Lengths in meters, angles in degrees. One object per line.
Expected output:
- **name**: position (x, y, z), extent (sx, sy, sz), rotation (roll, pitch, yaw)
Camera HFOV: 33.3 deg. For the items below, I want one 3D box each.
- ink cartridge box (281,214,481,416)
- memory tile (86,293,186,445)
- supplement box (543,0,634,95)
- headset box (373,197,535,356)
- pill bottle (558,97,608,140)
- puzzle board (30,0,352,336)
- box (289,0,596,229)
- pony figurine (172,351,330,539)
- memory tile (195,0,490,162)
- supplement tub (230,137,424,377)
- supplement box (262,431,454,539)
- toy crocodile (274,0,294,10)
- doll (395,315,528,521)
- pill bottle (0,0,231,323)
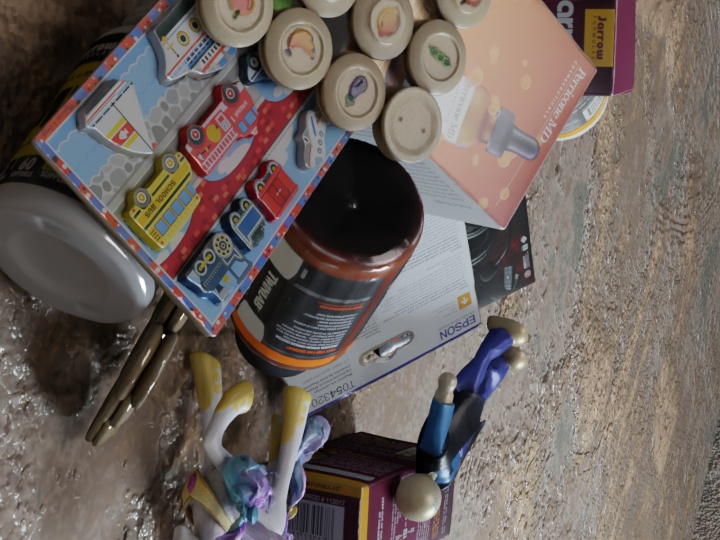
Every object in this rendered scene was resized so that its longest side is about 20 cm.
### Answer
- **ink cartridge box**: position (0.000, 0.000, 1.014), extent (0.195, 0.043, 0.202), rotation (-26, 126, -18)
- **memory tile**: position (-0.119, 0.017, 0.798), extent (0.153, 0.017, 0.201), rotation (-46, -164, 57)
- **supplement box**: position (0.172, -0.237, 1.222), extent (0.085, 0.198, 0.112), rotation (-25, 118, -62)
- **headset box**: position (0.055, -0.026, 1.107), extent (0.198, 0.075, 0.150), rotation (-23, 123, -20)
- **pill bottle**: position (0.216, -0.245, 1.419), extent (0.200, 0.115, 0.118), rotation (41, 59, -57)
- **puzzle board**: position (-0.085, -0.084, 0.717), extent (0.151, 0.017, 0.201), rotation (51, 49, -24)
- **box**: position (0.053, -0.152, 0.886), extent (0.200, 0.106, 0.153), rotation (39, 76, -35)
- **pony figurine**: position (-0.083, 0.187, 0.905), extent (0.193, 0.165, 0.202), rotation (42, 48, -38)
- **memory tile**: position (-0.003, -0.172, 0.763), extent (0.199, 0.017, 0.155), rotation (30, 80, -35)
- **supplement tub**: position (-0.034, 0.002, 0.862), extent (0.108, 0.106, 0.200), rotation (-61, -178, -37)
- **supplement box**: position (-0.002, 0.208, 1.081), extent (0.199, 0.109, 0.087), rotation (-3, 98, -62)
- **toy crocodile**: position (-0.045, -0.262, 0.962), extent (0.200, 0.061, 0.068), rotation (-54, 140, -46)
- **doll**: position (0.084, 0.131, 1.054), extent (0.201, 0.048, 0.137), rotation (-55, 154, -30)
- **pill bottle**: position (-0.141, -0.078, 0.753), extent (0.201, 0.113, 0.115), rotation (-66, 147, -33)
